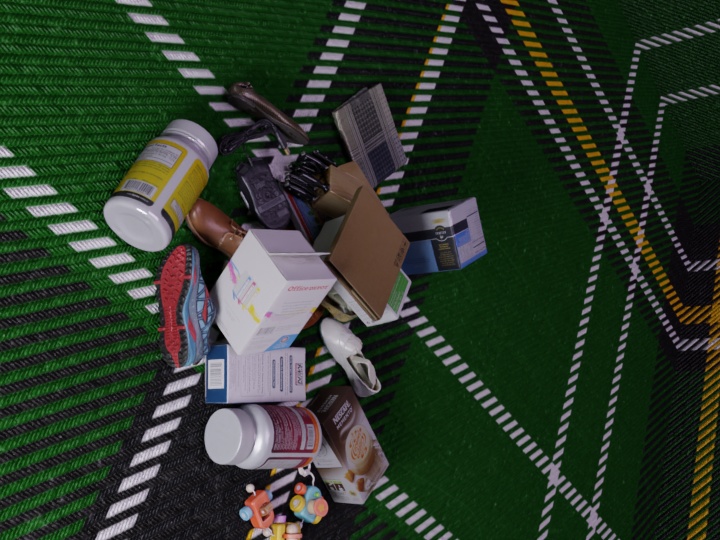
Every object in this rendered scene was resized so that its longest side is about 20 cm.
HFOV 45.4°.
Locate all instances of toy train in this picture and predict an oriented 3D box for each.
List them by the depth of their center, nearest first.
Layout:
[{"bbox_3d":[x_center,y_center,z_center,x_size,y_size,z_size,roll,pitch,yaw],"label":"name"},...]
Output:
[{"bbox_3d":[-0.127,0.430,1.573,0.199,0.055,0.152,-27,106,-50],"label":"toy train"}]

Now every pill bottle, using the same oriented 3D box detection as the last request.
[{"bbox_3d":[-0.312,-0.140,1.373,0.115,0.113,0.201,52,48,-34],"label":"pill bottle"},{"bbox_3d":[-0.167,0.289,1.498,0.199,0.109,0.111,15,73,-50],"label":"pill bottle"}]

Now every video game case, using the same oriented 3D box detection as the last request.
[{"bbox_3d":[-0.067,-0.122,1.716,0.199,0.017,0.144,-16,76,-49],"label":"video game case"}]

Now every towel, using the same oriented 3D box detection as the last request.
[{"bbox_3d":[0.018,-0.293,1.898,0.192,0.034,0.202,-41,118,-44],"label":"towel"}]

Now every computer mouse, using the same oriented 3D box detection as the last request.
[{"bbox_3d":[-0.177,-0.178,1.603,0.140,0.046,0.201,-39,106,-34],"label":"computer mouse"}]

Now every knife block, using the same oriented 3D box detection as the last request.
[{"bbox_3d":[-0.053,-0.143,1.681,0.175,0.064,0.201,-28,85,-49],"label":"knife block"}]

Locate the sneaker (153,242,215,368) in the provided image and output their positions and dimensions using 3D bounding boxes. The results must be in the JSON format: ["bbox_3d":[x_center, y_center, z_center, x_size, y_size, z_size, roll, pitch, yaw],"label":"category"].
[{"bbox_3d":[-0.285,0.056,1.424,0.095,0.078,0.203,0,93,-61],"label":"sneaker"}]

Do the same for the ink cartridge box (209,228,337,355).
[{"bbox_3d":[-0.148,0.026,1.465,0.128,0.201,0.125,-2,45,-52],"label":"ink cartridge box"}]

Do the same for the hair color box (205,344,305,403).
[{"bbox_3d":[-0.184,0.185,1.532,0.199,0.060,0.101,9,78,-51],"label":"hair color box"}]

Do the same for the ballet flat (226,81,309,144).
[{"bbox_3d":[-0.169,-0.297,1.625,0.199,0.067,0.047,29,66,-39],"label":"ballet flat"}]

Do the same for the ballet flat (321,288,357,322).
[{"bbox_3d":[-0.063,0.037,1.677,0.200,0.070,0.071,42,53,-40],"label":"ballet flat"}]

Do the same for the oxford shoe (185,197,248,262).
[{"bbox_3d":[-0.226,-0.064,1.509,0.200,0.071,0.072,43,55,-38],"label":"oxford shoe"}]

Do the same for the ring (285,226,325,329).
[{"bbox_3d":[-0.121,0.014,1.674,0.199,0.019,0.203,13,74,-51],"label":"ring"}]

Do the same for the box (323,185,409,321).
[{"bbox_3d":[0.016,-0.034,1.596,0.164,0.021,0.201,49,45,-29],"label":"box"}]

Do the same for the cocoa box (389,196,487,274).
[{"bbox_3d":[0.156,-0.072,1.896,0.133,0.198,0.133,-27,106,-51],"label":"cocoa box"}]

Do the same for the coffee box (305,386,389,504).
[{"bbox_3d":[-0.035,0.341,1.684,0.114,0.079,0.201,-49,122,-44],"label":"coffee box"}]

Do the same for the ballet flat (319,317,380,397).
[{"bbox_3d":[-0.013,0.174,1.752,0.070,0.069,0.201,-52,124,-42],"label":"ballet flat"}]

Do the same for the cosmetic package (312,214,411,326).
[{"bbox_3d":[0.000,0.000,1.652,0.200,0.084,0.108,49,44,-29],"label":"cosmetic package"}]
